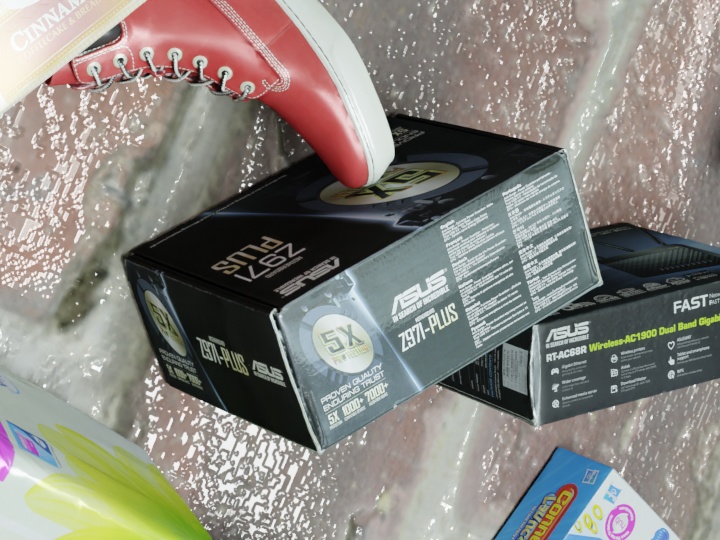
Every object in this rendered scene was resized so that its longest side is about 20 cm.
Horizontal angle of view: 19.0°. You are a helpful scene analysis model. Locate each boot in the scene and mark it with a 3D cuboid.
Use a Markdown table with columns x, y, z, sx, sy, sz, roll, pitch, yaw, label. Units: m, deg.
| x | y | z | sx | sy | sz | roll | pitch | yaw | label |
| --- | --- | --- | --- | --- | --- | --- | --- | --- | --- |
| -0.084 | -0.102 | 1.136 | 0.144 | 0.072 | 0.200 | -38 | 96 | -21 | boot |

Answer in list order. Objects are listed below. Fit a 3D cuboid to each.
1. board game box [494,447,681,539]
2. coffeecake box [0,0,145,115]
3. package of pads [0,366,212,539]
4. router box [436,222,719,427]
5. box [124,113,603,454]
| x | y | z | sx | sy | sz | roll | pitch | yaw | label |
| --- | --- | --- | --- | --- | --- | --- | --- | --- | --- |
| 0.143 | 0.253 | 1.392 | 0.200 | 0.056 | 0.196 | 45 | 74 | -32 | board game box |
| -0.211 | -0.119 | 0.984 | 0.153 | 0.200 | 0.073 | -41 | 119 | -20 | coffeecake box |
| -0.173 | 0.106 | 1.088 | 0.200 | 0.154 | 0.068 | 34 | 94 | -32 | package of pads |
| 0.134 | 0.027 | 1.280 | 0.199 | 0.150 | 0.062 | -11 | 106 | -32 | router box |
| 0.000 | 0.000 | 1.176 | 0.200 | 0.164 | 0.086 | -29 | 115 | -25 | box |
